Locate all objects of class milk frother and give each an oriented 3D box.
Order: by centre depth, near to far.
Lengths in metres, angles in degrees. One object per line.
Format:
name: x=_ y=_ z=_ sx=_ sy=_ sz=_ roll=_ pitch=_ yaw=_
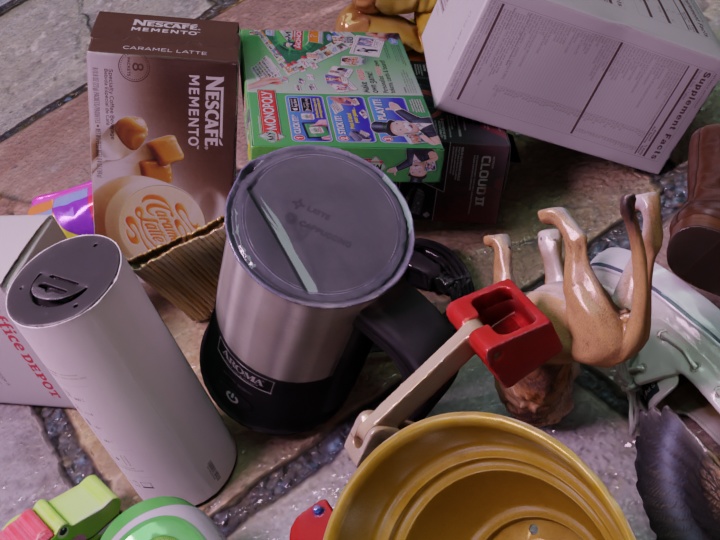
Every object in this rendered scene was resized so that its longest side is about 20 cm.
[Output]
milk frother: x=0.000 y=0.000 z=0.753 sx=0.179 sy=0.189 sz=0.201 roll=24 pitch=57 yaw=1

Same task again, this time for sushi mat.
sushi mat: x=-0.106 y=0.000 z=0.823 sx=0.095 sy=0.200 sz=0.012 roll=-26 pitch=76 yaw=-1

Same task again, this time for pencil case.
pencil case: x=-0.202 y=-0.056 z=0.990 sx=0.198 sy=0.089 sz=0.089 roll=-19 pitch=40 yaw=6

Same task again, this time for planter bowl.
planter bowl: x=0.077 y=0.177 z=0.578 sx=0.199 sy=0.083 sz=0.203 roll=-6 pitch=79 yaw=36

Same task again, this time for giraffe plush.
giraffe plush: x=0.097 y=-0.218 z=1.002 sx=0.198 sy=0.174 sz=0.163 roll=-3 pitch=41 yaw=-33

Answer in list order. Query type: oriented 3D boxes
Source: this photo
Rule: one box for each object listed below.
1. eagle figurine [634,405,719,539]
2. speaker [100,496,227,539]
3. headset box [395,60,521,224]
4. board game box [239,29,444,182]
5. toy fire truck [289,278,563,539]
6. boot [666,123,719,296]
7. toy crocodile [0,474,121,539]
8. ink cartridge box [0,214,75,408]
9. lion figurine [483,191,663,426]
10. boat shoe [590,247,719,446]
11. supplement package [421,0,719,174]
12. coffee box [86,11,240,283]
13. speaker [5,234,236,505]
eagle figurine: x=0.223 y=0.138 z=0.549 sx=0.150 sy=0.152 sz=0.201 roll=12 pitch=29 yaw=3
speaker: x=-0.087 y=0.220 z=0.635 sx=0.088 sy=0.089 sz=0.200 roll=-34 pitch=41 yaw=-13
headset box: x=0.032 y=-0.110 z=0.896 sx=0.197 sy=0.076 sz=0.149 roll=3 pitch=35 yaw=-5
board game box: x=-0.021 y=-0.128 z=0.821 sx=0.133 sy=0.029 sz=0.201 roll=-1 pitch=35 yaw=-8
toy fire truck: x=0.035 y=0.111 z=0.647 sx=0.199 sy=0.142 sz=0.049 roll=-32 pitch=41 yaw=-6
boot: x=0.298 y=-0.020 z=0.740 sx=0.185 sy=0.065 sz=0.200 roll=33 pitch=32 yaw=5
toy crocodile: x=-0.248 y=0.211 z=0.736 sx=0.199 sy=0.062 sz=0.067 roll=-38 pitch=43 yaw=-19
ink cartridge box: x=-0.314 y=0.034 z=0.893 sx=0.198 sy=0.148 sz=0.086 roll=0 pitch=46 yaw=22
lion figurine: x=0.125 y=0.030 z=0.655 sx=0.072 sy=0.200 sz=0.124 roll=-4 pitch=82 yaw=-11
boat shoe: x=0.195 y=0.066 z=0.693 sx=0.086 sy=0.075 sz=0.202 roll=-39 pitch=50 yaw=-6
supplement package: x=0.162 y=-0.172 z=0.855 sx=0.198 sy=0.114 sz=0.110 roll=14 pitch=39 yaw=-16
coffee box: x=-0.153 y=-0.092 z=0.873 sx=0.113 sy=0.202 sz=0.080 roll=3 pitch=34 yaw=-6
speaker: x=-0.155 y=0.073 z=0.734 sx=0.080 sy=0.201 sz=0.082 roll=-13 pitch=42 yaw=12
